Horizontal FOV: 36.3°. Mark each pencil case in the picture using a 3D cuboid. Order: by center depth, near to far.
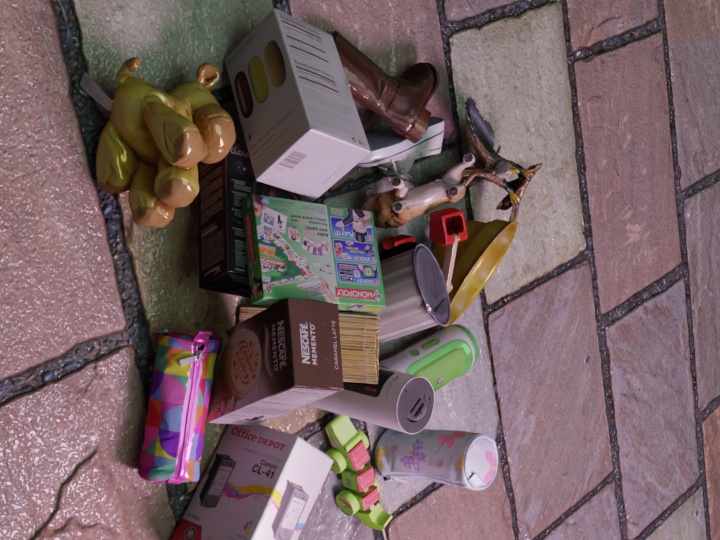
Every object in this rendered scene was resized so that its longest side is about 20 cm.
[{"bbox_3d":[-0.232,0.172,1.405,0.088,0.088,0.203,7,92,-44],"label":"pencil case"},{"bbox_3d":[0.114,0.287,1.684,0.091,0.199,0.084,-43,117,-40],"label":"pencil case"}]

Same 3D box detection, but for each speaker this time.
[{"bbox_3d":[0.009,0.174,1.559,0.081,0.199,0.082,-9,102,-44],"label":"speaker"},{"bbox_3d":[0.096,0.154,1.725,0.199,0.088,0.089,-25,113,-40],"label":"speaker"}]

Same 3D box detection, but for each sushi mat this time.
[{"bbox_3d":[-0.071,0.101,1.499,0.012,0.197,0.097,-40,132,-77],"label":"sushi mat"}]

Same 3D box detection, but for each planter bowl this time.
[{"bbox_3d":[0.159,-0.016,1.738,0.201,0.083,0.201,-51,166,-18],"label":"planter bowl"}]

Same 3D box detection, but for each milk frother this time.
[{"bbox_3d":[0.000,0.000,1.535,0.200,0.186,0.182,51,28,-41],"label":"milk frother"}]

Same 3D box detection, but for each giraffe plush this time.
[{"bbox_3d":[-0.226,-0.170,1.342,0.162,0.172,0.201,-19,74,-52],"label":"giraffe plush"}]

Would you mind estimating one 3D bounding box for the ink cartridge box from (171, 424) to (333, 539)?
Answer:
[{"bbox_3d":[-0.147,0.312,1.463,0.086,0.147,0.202,40,67,-41],"label":"ink cartridge box"}]

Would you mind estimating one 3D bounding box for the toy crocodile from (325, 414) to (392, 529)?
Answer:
[{"bbox_3d":[-0.005,0.306,1.661,0.067,0.061,0.202,-32,116,-37],"label":"toy crocodile"}]

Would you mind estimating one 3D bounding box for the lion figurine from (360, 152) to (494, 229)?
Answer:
[{"bbox_3d":[0.096,-0.110,1.608,0.123,0.198,0.073,74,6,-78],"label":"lion figurine"}]

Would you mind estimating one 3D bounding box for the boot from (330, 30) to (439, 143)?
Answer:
[{"bbox_3d":[0.019,-0.298,1.606,0.199,0.064,0.187,32,36,-20],"label":"boot"}]

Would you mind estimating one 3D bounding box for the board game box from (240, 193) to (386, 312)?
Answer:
[{"bbox_3d":[-0.058,-0.019,1.404,0.198,0.029,0.136,6,70,-40],"label":"board game box"}]

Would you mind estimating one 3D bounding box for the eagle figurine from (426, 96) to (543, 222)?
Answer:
[{"bbox_3d":[0.194,-0.170,1.746,0.198,0.151,0.153,21,56,-28],"label":"eagle figurine"}]

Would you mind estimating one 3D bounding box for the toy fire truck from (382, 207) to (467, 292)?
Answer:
[{"bbox_3d":[0.096,0.003,1.658,0.048,0.140,0.202,-16,110,-41],"label":"toy fire truck"}]

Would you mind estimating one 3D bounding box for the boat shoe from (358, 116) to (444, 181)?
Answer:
[{"bbox_3d":[0.057,-0.170,1.660,0.201,0.074,0.087,-29,123,-47],"label":"boat shoe"}]

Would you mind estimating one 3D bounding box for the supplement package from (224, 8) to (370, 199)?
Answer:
[{"bbox_3d":[-0.084,-0.214,1.415,0.109,0.113,0.202,14,48,-44],"label":"supplement package"}]

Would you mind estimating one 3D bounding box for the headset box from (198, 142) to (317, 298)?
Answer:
[{"bbox_3d":[-0.132,-0.069,1.431,0.148,0.075,0.202,12,65,-38],"label":"headset box"}]

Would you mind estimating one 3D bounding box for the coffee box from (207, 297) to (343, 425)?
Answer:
[{"bbox_3d":[-0.113,0.118,1.394,0.079,0.199,0.116,10,65,-38],"label":"coffee box"}]
